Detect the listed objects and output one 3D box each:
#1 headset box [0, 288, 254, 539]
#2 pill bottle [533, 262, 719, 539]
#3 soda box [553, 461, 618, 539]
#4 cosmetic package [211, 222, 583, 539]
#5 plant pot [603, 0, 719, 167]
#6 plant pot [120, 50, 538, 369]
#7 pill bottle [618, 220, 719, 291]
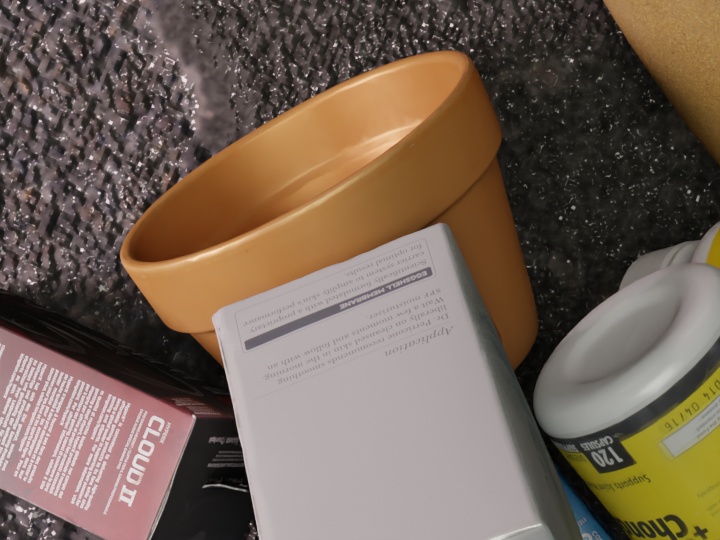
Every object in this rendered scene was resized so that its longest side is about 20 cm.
[{"bbox_3d":[-0.138,0.076,1.217,0.199,0.149,0.078,22,92,17],"label":"headset box"},{"bbox_3d":[0.179,0.103,1.139,0.112,0.112,0.200,-39,106,3],"label":"pill bottle"},{"bbox_3d":[0.040,0.183,1.272,0.200,0.068,0.064,-40,85,3],"label":"soda box"},{"bbox_3d":[0.035,0.127,1.083,0.122,0.201,0.200,-21,130,6],"label":"cosmetic package"},{"bbox_3d":[0.203,-0.144,1.215,0.185,0.186,0.201,-20,102,3],"label":"plant pot"},{"bbox_3d":[0.000,0.000,1.220,0.199,0.200,0.141,-30,106,3],"label":"plant pot"},{"bbox_3d":[0.232,0.019,1.198,0.199,0.114,0.115,-14,91,40],"label":"pill bottle"}]
